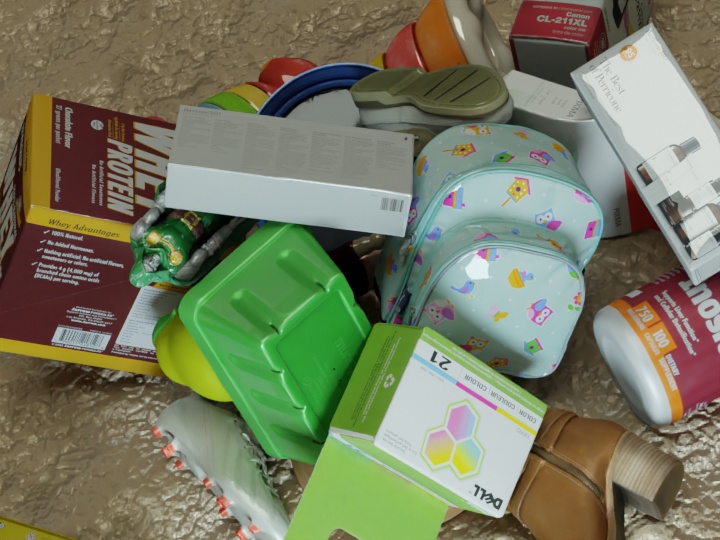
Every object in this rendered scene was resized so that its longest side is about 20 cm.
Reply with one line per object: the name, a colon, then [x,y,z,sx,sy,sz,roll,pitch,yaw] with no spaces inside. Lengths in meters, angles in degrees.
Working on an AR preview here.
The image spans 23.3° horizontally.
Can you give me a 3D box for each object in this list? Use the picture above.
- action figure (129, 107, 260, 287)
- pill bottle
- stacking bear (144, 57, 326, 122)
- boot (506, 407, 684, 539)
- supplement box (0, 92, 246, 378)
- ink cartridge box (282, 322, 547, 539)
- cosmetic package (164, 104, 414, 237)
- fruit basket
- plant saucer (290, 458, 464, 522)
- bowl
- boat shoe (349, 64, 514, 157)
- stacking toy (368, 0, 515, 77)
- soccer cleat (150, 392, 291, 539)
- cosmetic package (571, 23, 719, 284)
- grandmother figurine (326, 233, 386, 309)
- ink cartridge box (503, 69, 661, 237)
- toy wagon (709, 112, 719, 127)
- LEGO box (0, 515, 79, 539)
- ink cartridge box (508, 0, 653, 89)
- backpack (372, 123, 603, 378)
action figure: [-0.136,-0.050,1.474,0.118,0.055,0.200,37,50,-1]
pill bottle: [0.306,0.040,1.474,0.199,0.113,0.113,-28,51,-6]
stacking bear: [-0.111,-0.141,1.744,0.200,0.122,0.114,-39,73,-24]
boot: [0.154,0.205,1.428,0.154,0.074,0.200,21,58,34]
supplement box: [-0.228,-0.026,1.580,0.195,0.201,0.134,11,47,-21]
ink cartridge box: [0.044,0.165,1.403,0.075,0.147,0.202,2,64,56]
cosmetic package: [-0.057,-0.081,1.433,0.197,0.051,0.083,7,43,-2]
fruit basket: [-0.080,0.058,1.486,0.155,0.217,0.215,-41,53,-16]
plant saucer: [0.032,0.137,1.535,0.198,0.032,0.202,-8,51,10]
bowl: [-0.013,-0.095,1.662,0.198,0.039,0.203,0,84,2]
boat shoe: [0.071,-0.139,1.560,0.074,0.069,0.199,-33,25,-25]
stacking toy: [0.048,-0.184,1.732,0.198,0.146,0.147,-25,49,17]
soccer cleat: [-0.107,0.170,1.530,0.077,0.070,0.200,-36,49,-16]
cosmetic package: [0.258,-0.098,1.437,0.082,0.051,0.201,-31,69,5]
grandmother figurine: [0.000,0.000,1.590,0.198,0.122,0.061,-14,50,-12]
ink cartridge box: [0.217,-0.085,1.565,0.199,0.162,0.050,24,60,30]
toy wagon: [0.286,-0.136,1.590,0.040,0.155,0.200,-52,33,1]
LEGO box: [-0.277,0.302,1.471,0.198,0.077,0.150,13,58,24]
ink cartridge box: [0.218,-0.247,1.698,0.082,0.146,0.201,8,56,22]
backpack: [0.112,-0.016,1.481,0.174,0.202,0.154,10,25,-14]
